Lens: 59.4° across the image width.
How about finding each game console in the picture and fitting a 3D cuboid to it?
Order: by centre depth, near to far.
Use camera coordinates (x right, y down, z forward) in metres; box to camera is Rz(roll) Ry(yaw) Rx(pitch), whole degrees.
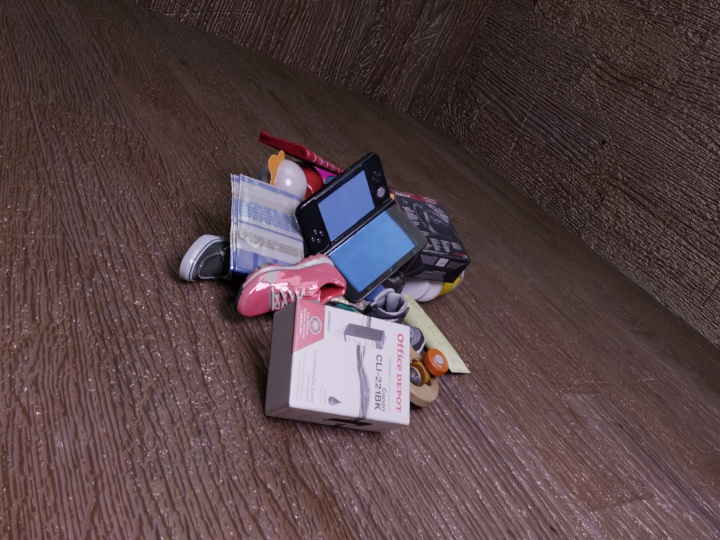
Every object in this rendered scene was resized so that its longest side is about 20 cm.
[{"bbox_3d":[0.006,-0.080,1.139,0.199,0.175,0.118,-38,43,-20],"label":"game console"}]

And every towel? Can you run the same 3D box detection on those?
[{"bbox_3d":[-0.163,-0.068,1.099,0.144,0.024,0.205,15,54,-32],"label":"towel"},{"bbox_3d":[-0.103,-0.232,1.298,0.142,0.023,0.198,26,6,30],"label":"towel"}]

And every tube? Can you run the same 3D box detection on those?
[{"bbox_3d":[0.137,0.131,1.258,0.057,0.053,0.200,-26,55,-24],"label":"tube"}]

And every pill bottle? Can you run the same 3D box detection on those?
[{"bbox_3d":[0.155,0.008,1.446,0.112,0.114,0.198,37,24,20],"label":"pill bottle"}]

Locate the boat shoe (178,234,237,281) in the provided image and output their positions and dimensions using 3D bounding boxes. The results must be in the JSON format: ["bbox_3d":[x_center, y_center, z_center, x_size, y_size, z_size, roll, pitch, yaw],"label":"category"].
[{"bbox_3d":[-0.235,-0.019,1.082,0.070,0.074,0.200,27,20,9],"label":"boat shoe"}]

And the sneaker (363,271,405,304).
[{"bbox_3d":[0.000,0.000,1.278,0.197,0.113,0.076,34,23,13],"label":"sneaker"}]

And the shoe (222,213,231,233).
[{"bbox_3d":[-0.167,-0.044,1.166,0.199,0.054,0.070,43,2,-32],"label":"shoe"}]

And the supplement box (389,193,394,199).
[{"bbox_3d":[-0.001,-0.084,1.313,0.083,0.114,0.200,8,-13,-14],"label":"supplement box"}]

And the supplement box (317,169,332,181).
[{"bbox_3d":[-0.070,-0.180,1.552,0.196,0.105,0.101,29,-3,-4],"label":"supplement box"}]

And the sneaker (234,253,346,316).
[{"bbox_3d":[-0.105,0.031,1.005,0.196,0.076,0.086,-20,42,-35],"label":"sneaker"}]

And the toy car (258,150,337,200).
[{"bbox_3d":[-0.142,-0.170,1.248,0.179,0.201,0.181,9,63,12],"label":"toy car"}]

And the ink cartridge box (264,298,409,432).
[{"bbox_3d":[-0.027,0.140,0.897,0.196,0.083,0.149,16,64,-30],"label":"ink cartridge box"}]

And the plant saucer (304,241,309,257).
[{"bbox_3d":[-0.139,-0.050,1.339,0.069,0.019,0.201,28,23,-4],"label":"plant saucer"}]

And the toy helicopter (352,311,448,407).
[{"bbox_3d":[0.047,0.148,1.038,0.199,0.079,0.133,42,35,-2],"label":"toy helicopter"}]

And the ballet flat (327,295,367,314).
[{"bbox_3d":[-0.055,0.045,1.156,0.195,0.075,0.066,21,64,-21],"label":"ballet flat"}]

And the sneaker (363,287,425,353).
[{"bbox_3d":[0.068,0.098,1.148,0.197,0.116,0.076,5,31,-46],"label":"sneaker"}]

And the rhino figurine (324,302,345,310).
[{"bbox_3d":[-0.100,0.074,1.069,0.195,0.061,0.088,23,27,3],"label":"rhino figurine"}]

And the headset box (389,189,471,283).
[{"bbox_3d":[0.128,-0.080,1.348,0.146,0.078,0.203,8,44,-35],"label":"headset box"}]
